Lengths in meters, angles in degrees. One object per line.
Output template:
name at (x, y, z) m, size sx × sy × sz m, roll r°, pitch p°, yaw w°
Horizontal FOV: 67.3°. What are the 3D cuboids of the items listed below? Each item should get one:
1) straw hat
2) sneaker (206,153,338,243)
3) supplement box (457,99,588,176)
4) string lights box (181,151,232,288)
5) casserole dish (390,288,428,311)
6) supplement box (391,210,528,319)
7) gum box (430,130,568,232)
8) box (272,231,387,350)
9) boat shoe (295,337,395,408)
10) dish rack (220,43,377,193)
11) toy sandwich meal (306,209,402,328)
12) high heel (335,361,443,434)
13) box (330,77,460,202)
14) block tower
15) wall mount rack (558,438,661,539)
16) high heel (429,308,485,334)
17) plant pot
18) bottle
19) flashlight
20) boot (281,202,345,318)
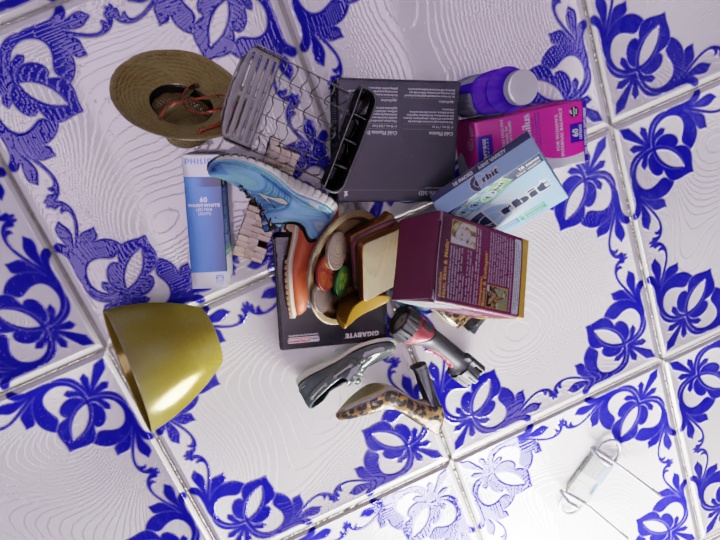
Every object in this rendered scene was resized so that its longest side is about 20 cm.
straw hat at (-0.271, -0.235, 0.821) m, size 0.197 × 0.204 × 0.086 m, roll 8°, pitch 146°, yaw -12°
sneaker at (-0.133, -0.103, 0.786) m, size 0.197 × 0.078 × 0.091 m, roll 25°, pitch 91°, yaw -12°
supplement box at (0.270, -0.219, 0.918) m, size 0.196 × 0.103 × 0.103 m, roll -13°, pitch 107°, yaw -5°
string lights box at (-0.239, -0.084, 0.859) m, size 0.058 × 0.103 × 0.204 m, roll -3°, pitch 104°, yaw -8°
casserole dish at (0.134, -0.012, 0.978) m, size 0.121 × 0.039 × 0.201 m, roll 39°, pitch 94°, yaw -17°
supplement box at (0.159, 0.000, 0.843) m, size 0.197 × 0.102 × 0.134 m, roll 14°, pitch 79°, yaw -33°
gum box at (0.227, -0.118, 0.864) m, size 0.168 × 0.045 × 0.199 m, roll -32°, pitch 153°, yaw 22°
box at (-0.052, 0.031, 0.951) m, size 0.196 × 0.050 × 0.203 m, roll -3°, pitch 103°, yaw -9°
boat shoe at (-0.019, 0.184, 0.971) m, size 0.197 × 0.063 × 0.073 m, roll -25°, pitch 151°, yaw 4°
dish rack at (-0.092, -0.216, 0.765) m, size 0.197 × 0.055 × 0.156 m, roll 19°, pitch 99°, yaw -20°
toy sandwich meal at (0.000, 0.000, 0.850) m, size 0.204 × 0.069 × 0.209 m, roll -27°, pitch 127°, yaw -43°
high heel at (0.061, 0.275, 1.008) m, size 0.197 × 0.071 × 0.145 m, roll -22°, pitch 101°, yaw -14°
box at (0.050, -0.209, 0.879) m, size 0.196 × 0.104 × 0.186 m, roll -1°, pitch 103°, yaw -10°
block tower at (-0.155, -0.115, 0.892) m, size 0.057 × 0.054 × 0.203 m, roll 17°, pitch 101°, yaw -14°
wall mount rack at (0.523, 0.470, 1.148) m, size 0.172 × 0.075 × 0.202 m, roll 31°, pitch 97°, yaw -16°
high heel at (0.197, 0.032, 0.952) m, size 0.199 × 0.071 × 0.144 m, roll 23°, pitch 106°, yaw -51°
plant pot at (-0.308, 0.133, 0.873) m, size 0.140 × 0.199 × 0.204 m, roll -22°, pitch 108°, yaw -30°
bottle at (0.207, -0.277, 0.840) m, size 0.082 × 0.200 × 0.067 m, roll -17°, pitch 107°, yaw -7°
flashlight at (0.139, 0.146, 1.008) m, size 0.199 × 0.068 × 0.068 m, roll 40°, pitch 86°, yaw -21°
boot at (-0.075, -0.020, 0.874) m, size 0.105 × 0.075 × 0.204 m, roll 5°, pitch 98°, yaw -14°
